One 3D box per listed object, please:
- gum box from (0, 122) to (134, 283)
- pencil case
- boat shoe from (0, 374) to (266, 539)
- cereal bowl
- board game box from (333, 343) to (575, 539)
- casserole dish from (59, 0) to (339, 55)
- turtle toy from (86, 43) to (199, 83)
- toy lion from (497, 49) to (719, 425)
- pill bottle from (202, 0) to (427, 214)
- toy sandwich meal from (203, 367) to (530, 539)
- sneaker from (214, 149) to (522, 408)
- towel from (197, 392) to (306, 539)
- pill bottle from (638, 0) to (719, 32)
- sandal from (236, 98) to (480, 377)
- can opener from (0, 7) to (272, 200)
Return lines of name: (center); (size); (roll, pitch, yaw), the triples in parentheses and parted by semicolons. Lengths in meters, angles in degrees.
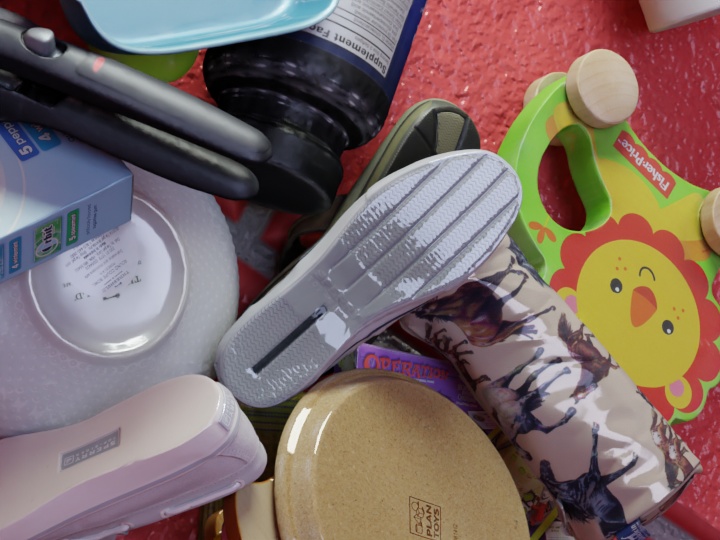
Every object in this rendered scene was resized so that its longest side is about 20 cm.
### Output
gum box: (-0.246, -0.055, 1.182); (0.200, 0.045, 0.170); (-28, 63, -25)
pencil case: (0.104, 0.069, 1.323); (0.089, 0.078, 0.200); (-40, 92, -9)
boat shoe: (-0.143, 0.117, 1.209); (0.069, 0.200, 0.072); (53, 17, -36)
cereal bowl: (-0.153, 0.007, 1.255); (0.200, 0.083, 0.200); (3, 83, -27)
board game box: (0.069, 0.118, 1.363); (0.200, 0.032, 0.120); (14, 78, -32)
casserole dish: (-0.094, -0.173, 1.212); (0.200, 0.039, 0.121); (-15, 87, -42)
turtle toy: (-0.140, -0.200, 1.275); (0.146, 0.101, 0.200); (-27, 95, -41)
toy lion: (0.155, -0.006, 1.416); (0.200, 0.069, 0.192); (44, 59, -16)
pill bottle: (-0.025, -0.139, 1.325); (0.112, 0.112, 0.200); (26, 73, -23)
toy sandwich meal: (0.010, 0.150, 1.262); (0.205, 0.070, 0.205); (23, 53, -34)
sneaker: (0.000, 0.000, 1.273); (0.200, 0.071, 0.073); (-35, 96, -3)
towel: (-0.005, 0.146, 1.349); (0.200, 0.023, 0.144); (6, 80, -28)
pill bottle: (0.200, -0.261, 1.458); (0.116, 0.116, 0.200); (-18, 92, -29)
sandal: (-0.005, -0.016, 1.347); (0.201, 0.057, 0.080); (-51, 129, -8)
can opener: (-0.139, -0.090, 1.159); (0.200, 0.063, 0.079); (22, 54, 6)
